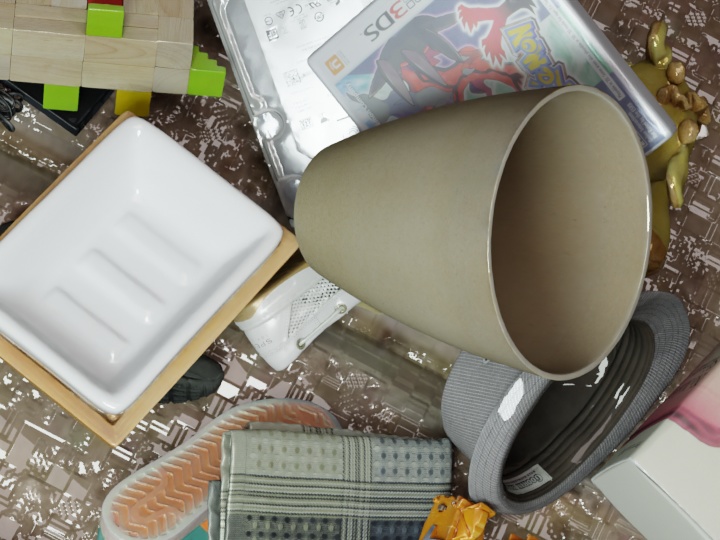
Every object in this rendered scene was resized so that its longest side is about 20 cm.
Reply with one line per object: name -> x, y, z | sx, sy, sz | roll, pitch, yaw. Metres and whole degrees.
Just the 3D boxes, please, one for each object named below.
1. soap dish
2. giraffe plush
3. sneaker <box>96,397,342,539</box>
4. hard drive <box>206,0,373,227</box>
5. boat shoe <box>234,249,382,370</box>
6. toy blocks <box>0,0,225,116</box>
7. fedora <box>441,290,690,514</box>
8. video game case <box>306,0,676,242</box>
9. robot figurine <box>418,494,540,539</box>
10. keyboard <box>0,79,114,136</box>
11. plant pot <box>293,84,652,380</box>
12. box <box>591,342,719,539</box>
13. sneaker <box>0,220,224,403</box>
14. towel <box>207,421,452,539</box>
soap dish -> -0.161, 0.009, 1.615 | 0.157, 0.081, 0.200 | 37, 63, 10
giraffe plush -> 0.182, -0.086, 1.706 | 0.199, 0.162, 0.173 | -33, 84, -13
sneaker -> -0.102, 0.155, 1.672 | 0.199, 0.080, 0.072 | -24, 64, -31
hard drive -> -0.019, -0.146, 1.708 | 0.139, 0.038, 0.201 | -18, 97, 13
boat shoe -> 0.000, 0.000, 1.717 | 0.199, 0.071, 0.070 | -35, 102, -17
toy blocks -> -0.195, -0.197, 1.708 | 0.198, 0.100, 0.137 | 4, 49, -8
fedora -> 0.130, 0.074, 1.686 | 0.200, 0.177, 0.090 | -48, 59, -3
video game case -> 0.087, -0.120, 1.641 | 0.182, 0.023, 0.200 | -38, 92, 29
robot figurine -> 0.064, 0.265, 1.647 | 0.145, 0.058, 0.201 | 30, 70, -31
keyboard -> -0.276, -0.164, 1.732 | 0.199, 0.040, 0.104 | 36, 53, 1
plant pot -> 0.060, -0.034, 1.585 | 0.199, 0.187, 0.189 | 7, 73, 38
box -> 0.277, 0.110, 1.699 | 0.109, 0.128, 0.200 | 45, 76, 3
sneaker -> -0.183, 0.028, 1.680 | 0.199, 0.076, 0.091 | 24, 71, -4
towel -> -0.022, 0.203, 1.644 | 0.199, 0.034, 0.194 | 7, 84, -37
